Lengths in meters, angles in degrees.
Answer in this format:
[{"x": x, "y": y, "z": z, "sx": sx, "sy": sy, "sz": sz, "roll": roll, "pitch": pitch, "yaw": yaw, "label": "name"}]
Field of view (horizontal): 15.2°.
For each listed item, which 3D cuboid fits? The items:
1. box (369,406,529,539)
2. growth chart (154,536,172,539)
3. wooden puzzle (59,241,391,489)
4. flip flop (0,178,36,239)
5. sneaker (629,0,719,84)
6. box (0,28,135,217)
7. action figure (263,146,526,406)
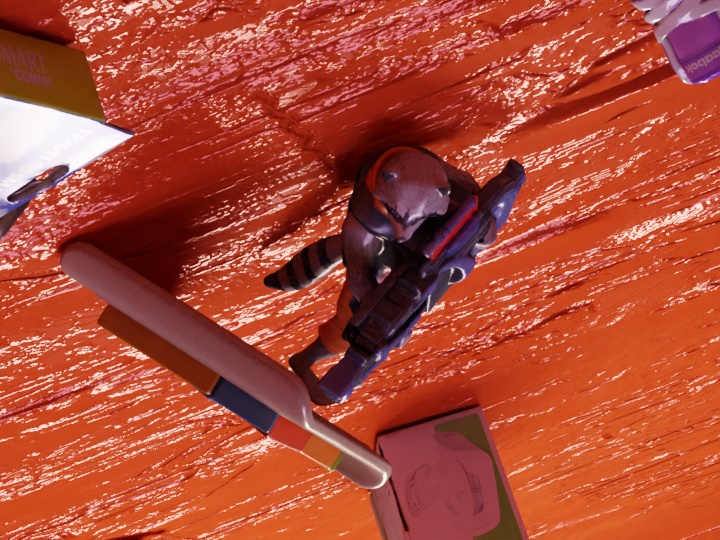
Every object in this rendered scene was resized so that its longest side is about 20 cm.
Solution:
[{"x": 0.079, "y": 0.236, "z": 2.163, "sx": 0.096, "sy": 0.201, "sz": 0.177, "roll": -16, "pitch": 160, "yaw": -8, "label": "box"}, {"x": -0.229, "y": 0.263, "z": 2.234, "sx": 0.144, "sy": 0.018, "sz": 0.200, "roll": -11, "pitch": 158, "yaw": -18, "label": "growth chart"}, {"x": -0.082, "y": 0.065, "z": 1.616, "sx": 0.037, "sy": 0.185, "sz": 0.200, "roll": -55, "pitch": 158, "yaw": -7, "label": "wooden puzzle"}, {"x": -0.260, "y": -0.001, "z": 1.430, "sx": 0.200, "sy": 0.058, "sz": 0.081, "roll": -36, "pitch": -159, "yaw": 13, "label": "flip flop"}, {"x": 0.147, "y": -0.153, "z": 1.307, "sx": 0.072, "sy": 0.115, "sz": 0.200, "roll": -27, "pitch": 158, "yaw": 28, "label": "sneaker"}, {"x": -0.216, "y": -0.074, "z": 1.289, "sx": 0.122, "sy": 0.048, "sz": 0.200, "roll": -28, "pitch": 159, "yaw": 27, "label": "box"}, {"x": 0.000, "y": 0.000, "z": 1.591, "sx": 0.200, "sy": 0.104, "sz": 0.194, "roll": -48, "pitch": 173, "yaw": -37, "label": "action figure"}]
